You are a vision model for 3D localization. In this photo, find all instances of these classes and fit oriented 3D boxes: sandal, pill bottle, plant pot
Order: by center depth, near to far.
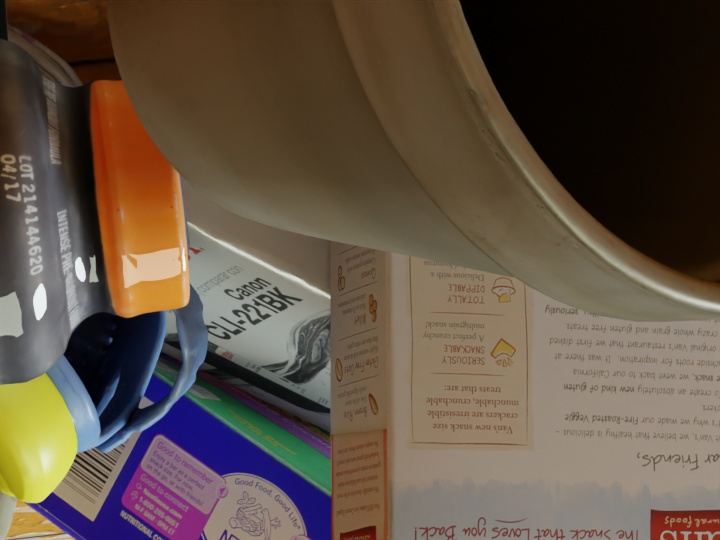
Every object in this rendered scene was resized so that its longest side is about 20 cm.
[{"bbox_3d":[0.030,-0.081,0.736,0.200,0.201,0.173,5,171,-41],"label":"plant pot"},{"bbox_3d":[-0.152,-0.013,0.864,0.199,0.107,0.106,-6,166,-6],"label":"pill bottle"},{"bbox_3d":[-0.103,0.031,1.002,0.087,0.080,0.200,-32,-168,-11],"label":"sandal"}]

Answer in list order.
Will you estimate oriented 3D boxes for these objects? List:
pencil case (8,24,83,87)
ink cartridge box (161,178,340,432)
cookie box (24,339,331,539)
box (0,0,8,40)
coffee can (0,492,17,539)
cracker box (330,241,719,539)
[{"bbox_3d":[-0.182,-0.022,1.031,0.200,0.091,0.083,-18,145,41],"label":"pencil case"},{"bbox_3d":[0.000,0.000,1.051,0.200,0.084,0.144,28,159,-16],"label":"ink cartridge box"},{"bbox_3d":[-0.011,0.105,1.130,0.171,0.075,0.200,32,-174,30],"label":"cookie box"},{"bbox_3d":[-0.237,-0.067,0.921,0.200,0.050,0.159,-19,164,38],"label":"box"},{"bbox_3d":[-0.276,0.110,1.394,0.146,0.147,0.200,4,161,-37],"label":"coffee can"},{"bbox_3d":[0.060,0.010,0.963,0.134,0.201,0.058,4,170,-21],"label":"cracker box"}]
